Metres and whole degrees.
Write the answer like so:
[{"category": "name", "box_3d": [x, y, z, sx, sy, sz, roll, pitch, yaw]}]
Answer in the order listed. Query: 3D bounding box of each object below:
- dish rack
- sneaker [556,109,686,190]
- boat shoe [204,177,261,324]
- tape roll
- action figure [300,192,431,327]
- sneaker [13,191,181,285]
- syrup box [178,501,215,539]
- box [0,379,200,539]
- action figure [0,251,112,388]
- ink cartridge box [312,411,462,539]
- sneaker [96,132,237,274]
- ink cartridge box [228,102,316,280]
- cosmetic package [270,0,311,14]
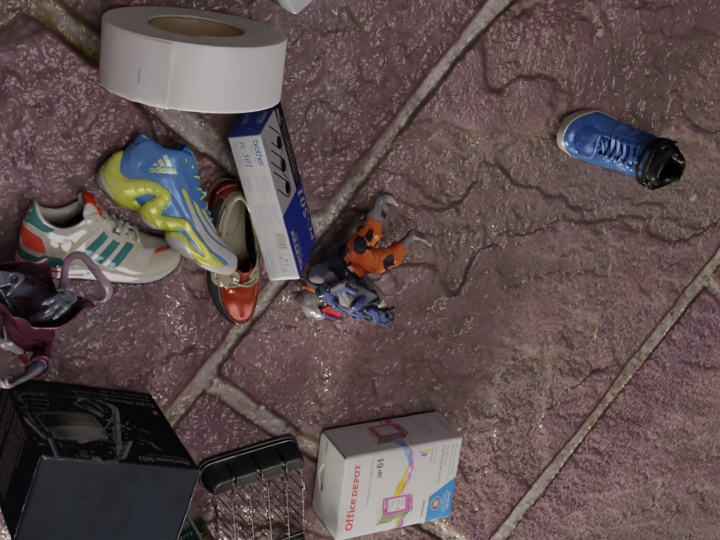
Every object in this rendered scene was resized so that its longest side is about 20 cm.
[{"category": "dish rack", "box_3d": [-0.147, 0.346, 1.599, 0.152, 0.055, 0.202, -13, 120, -22]}, {"category": "sneaker", "box_3d": [0.382, -0.171, 1.613, 0.198, 0.111, 0.077, 13, 106, -33]}, {"category": "boat shoe", "box_3d": [-0.156, -0.015, 1.416, 0.071, 0.063, 0.202, -15, 120, -25]}, {"category": "tape roll", "box_3d": [-0.180, -0.230, 1.213, 0.200, 0.202, 0.072, -3, 115, -28]}, {"category": "action figure", "box_3d": [0.000, 0.000, 1.504, 0.193, 0.105, 0.200, -42, 152, 3]}, {"category": "sneaker", "box_3d": [-0.299, -0.041, 1.316, 0.198, 0.070, 0.094, 2, 118, -27]}, {"category": "syrup box", "box_3d": [-0.217, 0.400, 1.492, 0.078, 0.200, 0.082, -26, 124, -16]}, {"category": "box", "box_3d": [-0.328, 0.234, 1.354, 0.198, 0.196, 0.125, 12, 107, -33]}, {"category": "action figure", "box_3d": [-0.376, 0.046, 1.277, 0.148, 0.134, 0.200, -32, 168, -24]}, {"category": "ink cartridge box", "box_3d": [0.039, 0.302, 1.662, 0.198, 0.085, 0.146, -5, 115, -26]}, {"category": "sneaker", "box_3d": [-0.206, -0.084, 1.325, 0.199, 0.076, 0.105, 38, 91, -21]}, {"category": "ink cartridge box", "box_3d": [-0.105, -0.097, 1.382, 0.044, 0.094, 0.202, -3, 123, 16]}, {"category": "cosmetic package", "box_3d": [-0.090, -0.403, 1.183, 0.167, 0.200, 0.167, -41, 126, -5]}]
